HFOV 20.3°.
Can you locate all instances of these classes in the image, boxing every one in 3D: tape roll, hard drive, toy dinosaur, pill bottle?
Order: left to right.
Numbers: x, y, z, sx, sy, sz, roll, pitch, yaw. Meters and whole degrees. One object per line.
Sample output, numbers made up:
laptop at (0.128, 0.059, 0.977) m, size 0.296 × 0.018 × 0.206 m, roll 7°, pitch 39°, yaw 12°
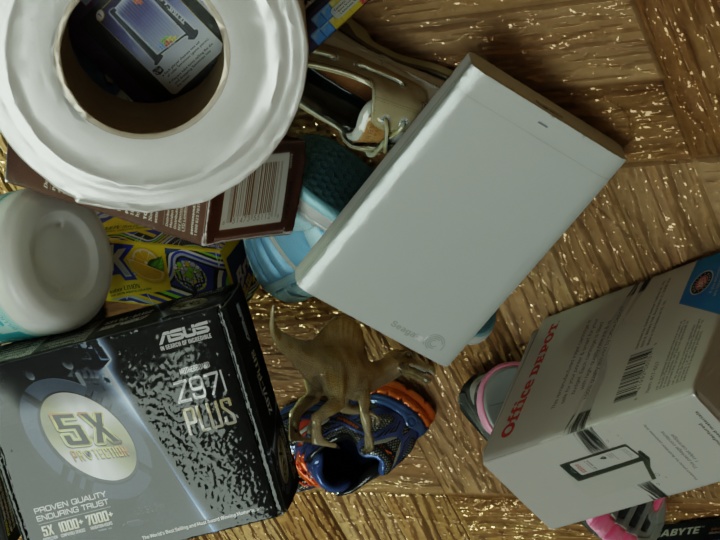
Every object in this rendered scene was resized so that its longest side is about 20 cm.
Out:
pill bottle at (-0.292, 0.003, 1.531) m, size 0.199 × 0.111 × 0.111 m, roll -10°, pitch 126°, yaw 39°
tape roll at (-0.132, -0.139, 1.226) m, size 0.201 × 0.071 × 0.203 m, roll -1°, pitch 112°, yaw -3°
toy dinosaur at (-0.027, 0.082, 1.520) m, size 0.058 × 0.102 × 0.200 m, roll 5°, pitch 172°, yaw 41°
hard drive at (0.066, -0.037, 1.356) m, size 0.132 × 0.026 × 0.200 m, roll 29°, pitch 116°, yaw -22°

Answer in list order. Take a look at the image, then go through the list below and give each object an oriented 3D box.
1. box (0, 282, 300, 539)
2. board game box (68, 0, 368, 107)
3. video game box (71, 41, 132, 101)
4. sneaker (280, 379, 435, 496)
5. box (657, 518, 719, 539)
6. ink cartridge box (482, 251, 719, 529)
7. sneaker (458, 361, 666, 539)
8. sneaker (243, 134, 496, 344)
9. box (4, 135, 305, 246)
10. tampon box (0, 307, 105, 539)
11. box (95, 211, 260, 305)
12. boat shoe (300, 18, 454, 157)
box at (-0.164, 0.116, 1.489) m, size 0.199 × 0.086 × 0.164 m, roll -14°, pitch 99°, yaw 8°
board game box at (-0.092, -0.196, 1.273) m, size 0.200 × 0.057 × 0.165 m, roll -40°, pitch 107°, yaw 13°
video game box at (-0.208, -0.185, 1.333) m, size 0.047 × 0.182 × 0.200 m, roll -23°, pitch 118°, yaw 40°
sneaker at (-0.028, 0.149, 1.652) m, size 0.075 × 0.079 × 0.200 m, roll 44°, pitch 138°, yaw -15°
box at (0.327, 0.278, 1.597) m, size 0.159 × 0.046 × 0.200 m, roll -13°, pitch 124°, yaw 40°
ink cartridge box at (0.198, 0.082, 1.393) m, size 0.084 × 0.146 × 0.200 m, roll 44°, pitch 139°, yaw -20°
sneaker at (0.153, 0.143, 1.557) m, size 0.200 × 0.079 × 0.095 m, roll 44°, pitch 160°, yaw -15°
sneaker at (0.000, 0.000, 1.483) m, size 0.200 × 0.080 × 0.131 m, roll 43°, pitch 138°, yaw 0°
box at (-0.148, -0.077, 1.427) m, size 0.200 × 0.100 × 0.075 m, roll 19°, pitch 108°, yaw 35°
tampon box at (-0.319, 0.106, 1.689) m, size 0.149 × 0.200 × 0.127 m, roll 15°, pitch 138°, yaw 16°
box at (-0.172, -0.018, 1.571) m, size 0.199 × 0.070 × 0.064 m, roll 5°, pitch 129°, yaw 27°
boat shoe at (0.014, -0.110, 1.364) m, size 0.199 × 0.068 × 0.075 m, roll 29°, pitch 140°, yaw 1°
